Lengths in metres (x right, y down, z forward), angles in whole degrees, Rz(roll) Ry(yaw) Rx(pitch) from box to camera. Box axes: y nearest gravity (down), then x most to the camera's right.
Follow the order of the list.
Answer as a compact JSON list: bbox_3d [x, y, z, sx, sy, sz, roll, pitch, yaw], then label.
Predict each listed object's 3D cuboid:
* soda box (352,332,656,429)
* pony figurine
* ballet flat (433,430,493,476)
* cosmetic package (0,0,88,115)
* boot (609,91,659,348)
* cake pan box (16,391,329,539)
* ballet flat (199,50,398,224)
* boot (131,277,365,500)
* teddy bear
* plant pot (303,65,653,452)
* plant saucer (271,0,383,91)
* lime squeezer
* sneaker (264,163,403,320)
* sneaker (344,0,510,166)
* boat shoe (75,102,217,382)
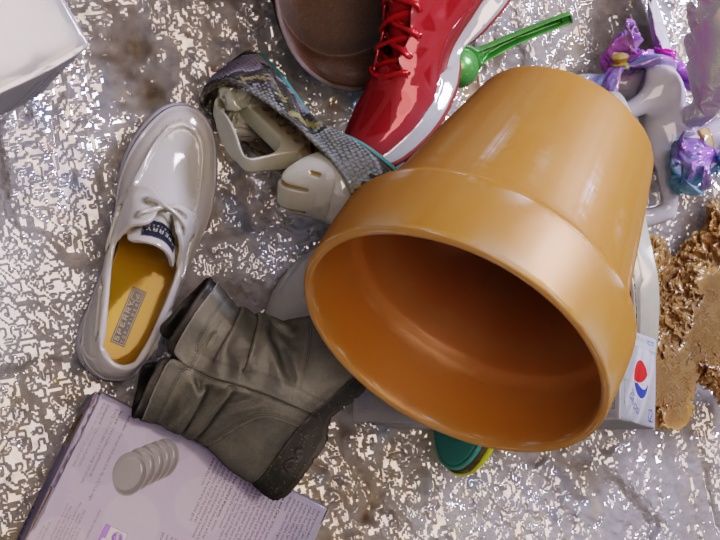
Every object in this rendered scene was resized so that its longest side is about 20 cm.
[{"bbox_3d":[0.097,0.074,1.307,0.068,0.199,0.064,18,72,-59],"label":"soda box"},{"bbox_3d":[0.220,-0.126,1.412,0.199,0.167,0.194,-21,108,-11],"label":"pony figurine"},{"bbox_3d":[0.098,0.050,1.391,0.067,0.067,0.201,12,79,-46],"label":"ballet flat"},{"bbox_3d":[-0.302,-0.178,1.222,0.165,0.165,0.200,-30,96,-19],"label":"cosmetic package"},{"bbox_3d":[0.127,-0.013,1.339,0.144,0.072,0.201,-14,103,-6],"label":"boot"},{"bbox_3d":[-0.143,0.209,1.299,0.184,0.052,0.200,26,77,-12],"label":"cake pan box"},{"bbox_3d":[-0.042,-0.073,1.309,0.072,0.072,0.200,-36,59,-18],"label":"ballet flat"},{"bbox_3d":[-0.055,0.043,1.275,0.131,0.068,0.200,36,89,-11],"label":"boot"},{"bbox_3d":[0.249,0.035,1.446,0.145,0.067,0.200,35,69,-22],"label":"teddy bear"},{"bbox_3d":[0.093,-0.020,1.197,0.200,0.200,0.183,38,56,-11],"label":"plant pot"},{"bbox_3d":[0.006,-0.227,1.353,0.200,0.034,0.201,-24,127,-36],"label":"plant saucer"},{"bbox_3d":[0.069,-0.137,1.392,0.200,0.071,0.038,-45,118,-29],"label":"lime squeezer"},{"bbox_3d":[0.000,0.000,1.346,0.075,0.088,0.200,35,76,-14],"label":"sneaker"},{"bbox_3d":[0.024,-0.174,1.332,0.116,0.078,0.200,46,64,-39],"label":"sneaker"},{"bbox_3d":[-0.141,-0.022,1.310,0.071,0.070,0.201,22,78,-15],"label":"boat shoe"}]
